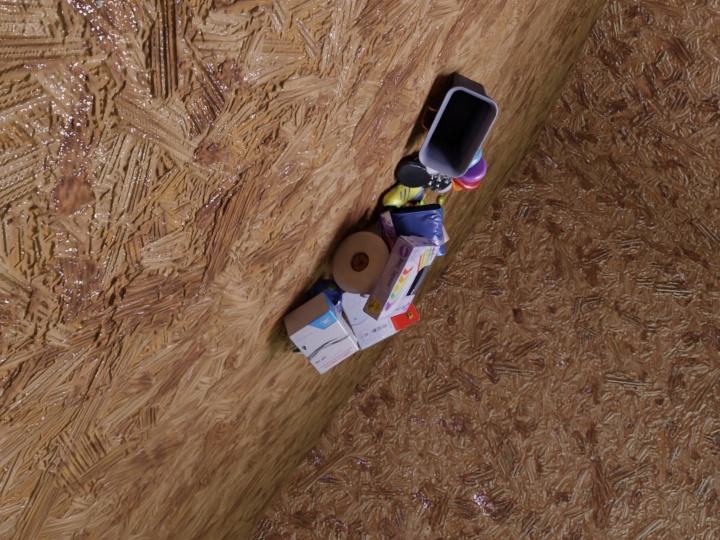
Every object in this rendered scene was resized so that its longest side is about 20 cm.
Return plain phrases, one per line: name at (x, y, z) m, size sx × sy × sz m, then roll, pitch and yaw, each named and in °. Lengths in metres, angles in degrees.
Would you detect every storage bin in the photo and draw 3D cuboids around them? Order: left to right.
storage bin at (0.213, -0.349, 1.354) m, size 0.136 × 0.141 × 0.203 m, roll -82°, pitch -166°, yaw -51°

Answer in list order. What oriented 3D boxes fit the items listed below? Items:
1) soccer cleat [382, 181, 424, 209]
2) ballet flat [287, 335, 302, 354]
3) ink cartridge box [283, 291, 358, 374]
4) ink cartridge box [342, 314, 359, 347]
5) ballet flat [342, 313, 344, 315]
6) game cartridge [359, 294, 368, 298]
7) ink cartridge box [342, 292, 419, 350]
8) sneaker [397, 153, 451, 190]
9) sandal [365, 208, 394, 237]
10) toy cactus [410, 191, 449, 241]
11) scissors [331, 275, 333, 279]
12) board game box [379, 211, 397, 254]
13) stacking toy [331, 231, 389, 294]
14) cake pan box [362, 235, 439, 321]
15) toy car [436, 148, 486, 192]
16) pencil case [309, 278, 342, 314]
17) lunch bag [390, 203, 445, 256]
soccer cleat at (0.107, -0.204, 1.496) m, size 0.199 × 0.063 × 0.087 m, roll -25°, pitch 120°, yaw -58°
ballet flat at (-0.153, 0.175, 1.480) m, size 0.064 × 0.072 × 0.201 m, roll -23°, pitch 157°, yaw -10°
ink cartridge box at (-0.081, 0.160, 1.370) m, size 0.114 × 0.067 × 0.202 m, roll -31°, pitch 131°, yaw 2°
ink cartridge box at (-0.022, 0.185, 1.762) m, size 0.195 × 0.045 × 0.178 m, roll -26°, pitch 149°, yaw -9°
ballet flat at (-0.022, 0.141, 1.815) m, size 0.202 × 0.063 × 0.076 m, roll -53°, pitch -149°, yaw 17°
game cartridge at (0.053, -0.023, 1.627) m, size 0.200 × 0.041 × 0.136 m, roll -46°, pitch 128°, yaw -35°
ink cartridge box at (0.053, 0.108, 1.667) m, size 0.195 × 0.164 × 0.047 m, roll -25°, pitch 167°, yaw -5°
sneaker at (0.149, -0.260, 1.475) m, size 0.073 × 0.091 × 0.197 m, roll -31°, pitch 158°, yaw 34°
sandal at (0.050, -0.090, 1.532) m, size 0.207 × 0.059 × 0.080 m, roll -49°, pitch 166°, yaw -27°
toy cactus at (0.200, -0.148, 1.744) m, size 0.102 × 0.167 × 0.198 m, roll -36°, pitch 177°, yaw 42°
scissors at (0.000, 0.000, 1.511) m, size 0.196 × 0.014 × 0.075 m, roll 2°, pitch 121°, yaw -47°
board game box at (0.076, -0.036, 1.438) m, size 0.031 × 0.123 × 0.202 m, roll -9°, pitch 149°, yaw -1°
stacking toy at (0.025, 0.011, 1.408) m, size 0.148 × 0.145 × 0.200 m, roll -52°, pitch 152°, yaw -5°
cake pan box at (0.096, 0.015, 1.335) m, size 0.188 × 0.052 × 0.199 m, roll -61°, pitch 161°, yaw 13°
toy car at (0.289, -0.303, 1.674) m, size 0.176 × 0.148 × 0.201 m, roll -49°, pitch 167°, yaw -18°
pencil case at (-0.083, 0.093, 1.457) m, size 0.201 × 0.076 × 0.089 m, roll 93°, pitch 21°, yaw -67°
lunch bag at (0.149, -0.093, 1.503) m, size 0.200 × 0.131 × 0.137 m, roll -53°, pitch 138°, yaw -76°
